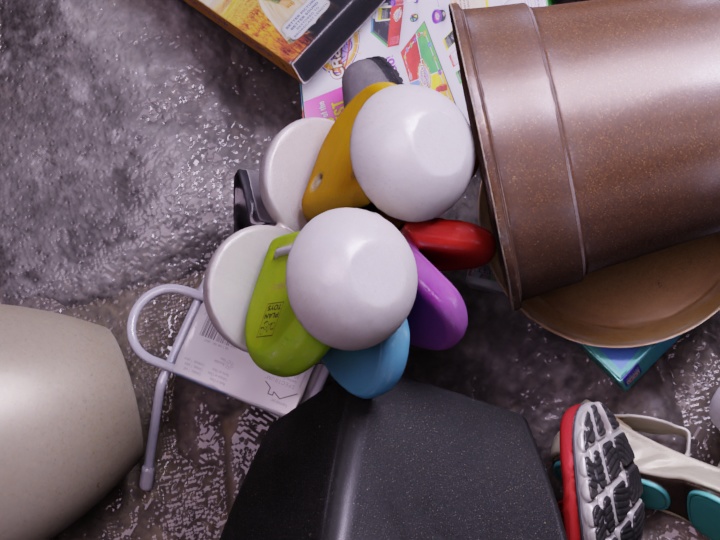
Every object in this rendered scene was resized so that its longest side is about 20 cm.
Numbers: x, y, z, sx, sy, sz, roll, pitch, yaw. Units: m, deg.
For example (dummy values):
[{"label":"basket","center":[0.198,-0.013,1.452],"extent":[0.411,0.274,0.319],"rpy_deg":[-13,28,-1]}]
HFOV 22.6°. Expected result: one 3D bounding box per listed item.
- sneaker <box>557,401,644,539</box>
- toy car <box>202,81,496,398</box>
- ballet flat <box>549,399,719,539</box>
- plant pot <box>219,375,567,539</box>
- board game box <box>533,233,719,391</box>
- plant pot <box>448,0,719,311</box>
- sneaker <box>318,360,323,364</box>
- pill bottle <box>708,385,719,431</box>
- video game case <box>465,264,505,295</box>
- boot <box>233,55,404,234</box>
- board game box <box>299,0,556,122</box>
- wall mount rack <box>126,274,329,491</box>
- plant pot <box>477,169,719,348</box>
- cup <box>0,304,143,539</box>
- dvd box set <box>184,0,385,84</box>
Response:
[{"label":"sneaker","center":[0.140,0.187,1.213],"extent":[0.085,0.077,0.201],"rpy_deg":[3,101,33]},{"label":"toy car","center":[0.009,-0.010,1.125],"extent":[0.150,0.175,0.201],"rpy_deg":[35,68,-24]},{"label":"ballet flat","center":[0.228,0.142,1.238],"extent":[0.199,0.069,0.070],"rpy_deg":[22,82,19]},{"label":"plant pot","center":[0.018,0.180,1.190],"extent":[0.199,0.200,0.178],"rpy_deg":[19,57,-25]},{"label":"board game box","center":[0.201,-0.039,1.277],"extent":[0.200,0.045,0.152],"rpy_deg":[-45,71,0]},{"label":"plant pot","center":[0.172,-0.091,1.153],"extent":[0.197,0.200,0.201],"rpy_deg":[-11,74,4]},{"label":"sneaker","center":[0.000,0.000,1.295],"extent":[0.092,0.076,0.200],"rpy_deg":[28,52,16]},{"label":"pill bottle","center":[0.333,0.128,1.186],"extent":[0.111,0.111,0.200],"rpy_deg":[-41,70,1]},{"label":"video game case","center":[0.170,-0.070,1.326],"extent":[0.143,0.018,0.201],"rpy_deg":[12,79,17]},{"label":"boot","center":[-0.027,-0.069,1.254],"extent":[0.131,0.070,0.201],"rpy_deg":[-3,53,-13]},{"label":"board game box","center":[0.051,-0.163,1.356],"extent":[0.199,0.040,0.154],"rpy_deg":[-11,71,16]},{"label":"wall mount rack","center":[-0.085,0.096,1.324],"extent":[0.199,0.075,0.174],"rpy_deg":[20,78,18]},{"label":"plant pot","center":[0.181,-0.043,1.245],"extent":[0.199,0.027,0.201],"rpy_deg":[-4,75,13]},{"label":"cup","center":[-0.240,0.107,1.310],"extent":[0.143,0.200,0.201],"rpy_deg":[-14,71,-17]},{"label":"dvd box set","center":[-0.061,-0.244,1.387],"extent":[0.146,0.029,0.200],"rpy_deg":[-46,54,-7]}]
